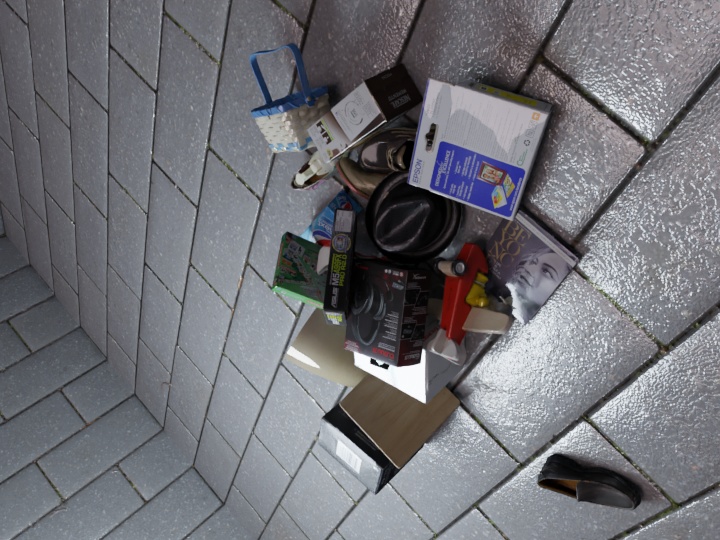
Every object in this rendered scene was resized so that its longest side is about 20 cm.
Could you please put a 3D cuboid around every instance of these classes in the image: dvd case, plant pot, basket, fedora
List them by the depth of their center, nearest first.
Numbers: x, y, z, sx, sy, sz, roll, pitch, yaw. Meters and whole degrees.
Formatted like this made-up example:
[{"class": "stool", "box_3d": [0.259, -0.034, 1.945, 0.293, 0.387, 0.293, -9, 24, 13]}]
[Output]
[{"class": "dvd case", "box_3d": [0.289, -0.008, 1.208, 0.149, 0.016, 0.201, 44, 141, 17]}, {"class": "fedora", "box_3d": [0.090, -0.095, 1.245, 0.197, 0.092, 0.204, 6, 110, 18]}, {"class": "basket", "box_3d": [-0.148, -0.345, 1.342, 0.175, 0.138, 0.202, 16, 134, 53]}, {"class": "plant pot", "box_3d": [-0.049, 0.192, 1.615, 0.199, 0.188, 0.188, 34, 140, 4]}]

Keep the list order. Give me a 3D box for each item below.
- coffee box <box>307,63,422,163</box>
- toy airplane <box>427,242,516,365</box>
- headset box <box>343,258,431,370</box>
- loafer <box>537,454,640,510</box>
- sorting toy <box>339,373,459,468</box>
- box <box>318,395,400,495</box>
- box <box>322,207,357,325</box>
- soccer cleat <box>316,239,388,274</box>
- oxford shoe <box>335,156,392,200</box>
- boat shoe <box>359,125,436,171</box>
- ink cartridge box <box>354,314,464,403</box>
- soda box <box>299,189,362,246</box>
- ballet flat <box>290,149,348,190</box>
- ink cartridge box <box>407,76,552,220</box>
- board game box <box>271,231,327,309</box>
[{"class": "coffee box", "box_3d": [0.005, -0.288, 1.241, 0.199, 0.113, 0.081, -24, 99, 53]}, {"class": "toy airplane", "box_3d": [0.200, 0.078, 1.244, 0.200, 0.139, 0.202, -59, 36, 40]}, {"class": "headset box", "box_3d": [0.049, 0.087, 1.284, 0.148, 0.077, 0.203, 14, 100, 44]}, {"class": "loafer", "box_3d": [0.442, 0.429, 1.307, 0.198, 0.072, 0.074, 6, 120, 45]}, {"class": "sorting toy", "box_3d": [0.091, 0.311, 1.525, 0.199, 0.200, 0.070, 42, 169, 23]}, {"class": "box", "box_3d": [0.035, 0.393, 1.624, 0.196, 0.199, 0.119, 35, 137, 26]}, {"class": "box", "box_3d": [-0.039, -0.003, 1.323, 0.044, 0.203, 0.160, 6, 168, 1]}, {"class": "soccer cleat", "box_3d": [0.000, 0.000, 1.435, 0.197, 0.086, 0.069, 19, 162, 7]}, {"class": "oxford shoe", "box_3d": [0.038, -0.174, 1.336, 0.199, 0.070, 0.075, 40, 121, 11]}, {"class": "boat shoe", "box_3d": [0.078, -0.218, 1.208, 0.197, 0.073, 0.075, -7, 114, 32]}, {"class": "ink cartridge box", "box_3d": [0.103, 0.150, 1.419, 0.198, 0.146, 0.148, 23, 131, 35]}, {"class": "soda box", "box_3d": [-0.078, -0.095, 1.498, 0.064, 0.068, 0.200, 42, 143, -5]}, {"class": "ballet flat", "box_3d": [-0.092, -0.220, 1.430, 0.070, 0.071, 0.199, 57, 142, 0]}, {"class": "ink cartridge box", "box_3d": [0.190, -0.204, 1.102, 0.198, 0.047, 0.200, 23, 130, 15]}, {"class": "board game box", "box_3d": [-0.091, 0.012, 1.463, 0.198, 0.136, 0.029, 23, 149, -25]}]
